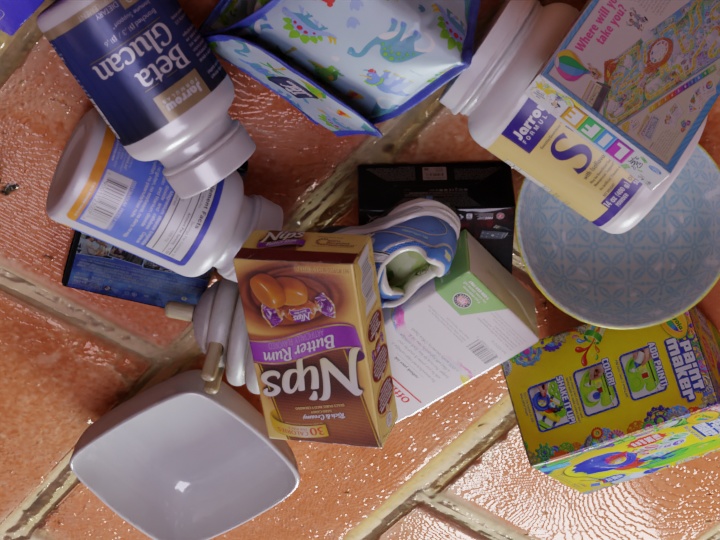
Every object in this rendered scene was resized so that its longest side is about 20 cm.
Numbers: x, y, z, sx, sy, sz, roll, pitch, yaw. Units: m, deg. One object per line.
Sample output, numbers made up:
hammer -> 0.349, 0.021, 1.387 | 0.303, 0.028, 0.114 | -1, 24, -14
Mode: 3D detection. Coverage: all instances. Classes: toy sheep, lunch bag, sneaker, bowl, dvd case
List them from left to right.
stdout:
dvd case -> -0.203, -0.045, 1.757 | 0.142, 0.018, 0.200 | 13, 131, -11
bowl -> -0.184, 0.193, 1.928 | 0.200, 0.075, 0.200 | -29, 125, 23
toy sheep -> -0.096, 0.061, 1.777 | 0.200, 0.138, 0.138 | 14, 130, -1
lunch bag -> -0.022, -0.206, 1.558 | 0.170, 0.128, 0.200 | 33, 140, -25
sneaker -> 0.000, 0.000, 1.662 | 0.200, 0.077, 0.076 | -27, 125, 22
bowl -> 0.244, -0.038, 1.696 | 0.200, 0.200, 0.108 | -4, 173, 3

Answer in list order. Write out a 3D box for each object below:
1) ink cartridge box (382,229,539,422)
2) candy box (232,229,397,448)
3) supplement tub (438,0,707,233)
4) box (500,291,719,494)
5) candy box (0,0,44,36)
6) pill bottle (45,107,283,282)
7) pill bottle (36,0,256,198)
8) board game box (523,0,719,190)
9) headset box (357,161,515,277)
ink cartridge box -> 0.056, 0.062, 1.720 | 0.200, 0.067, 0.117 | -32, 124, 23
candy box -> -0.038, 0.064, 1.642 | 0.117, 0.056, 0.200 | 3, 123, 20
supplement tub -> 0.184, -0.141, 1.572 | 0.200, 0.145, 0.145 | 34, 125, -4
box -> 0.268, 0.125, 1.793 | 0.192, 0.122, 0.200 | -21, 159, 17
candy box -> -0.290, -0.318, 1.479 | 0.169, 0.077, 0.200 | 35, 123, -26
pill bottle -> -0.177, -0.061, 1.657 | 0.200, 0.112, 0.112 | 23, 127, -21
pill bottle -> -0.178, -0.165, 1.555 | 0.111, 0.111, 0.200 | -29, 106, 22
board game box -> 0.241, -0.181, 1.507 | 0.134, 0.200, 0.034 | 38, 150, -2
headset box -> 0.072, -0.005, 1.758 | 0.149, 0.077, 0.200 | 0, 130, 0
